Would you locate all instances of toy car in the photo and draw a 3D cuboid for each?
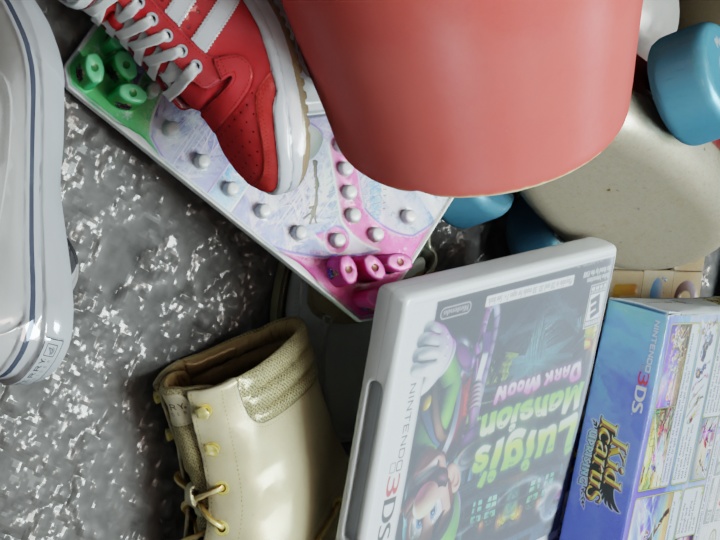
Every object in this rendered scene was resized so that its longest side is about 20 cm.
[{"bbox_3d":[0.149,-0.119,1.063,0.176,0.183,0.202,34,48,-43],"label":"toy car"}]

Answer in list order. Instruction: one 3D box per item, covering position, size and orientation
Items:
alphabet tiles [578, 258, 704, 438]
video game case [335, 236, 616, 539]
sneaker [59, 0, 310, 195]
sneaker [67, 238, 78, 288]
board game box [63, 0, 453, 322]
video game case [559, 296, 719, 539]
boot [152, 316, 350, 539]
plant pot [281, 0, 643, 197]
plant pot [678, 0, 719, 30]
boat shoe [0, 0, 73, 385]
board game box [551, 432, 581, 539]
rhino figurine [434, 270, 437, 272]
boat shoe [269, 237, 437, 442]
[{"bbox_3d":[0.169,0.032,1.198,0.166,0.008,0.203,1,99,-44],"label":"alphabet tiles"},{"bbox_3d":[0.063,0.082,0.983,0.199,0.023,0.184,-13,118,-51],"label":"video game case"},{"bbox_3d":[-0.101,-0.118,0.825,0.112,0.071,0.202,-19,85,-30],"label":"sneaker"},{"bbox_3d":[-0.212,0.001,0.776,0.199,0.077,0.113,-31,121,-35],"label":"sneaker"},{"bbox_3d":[-0.015,-0.112,0.916,0.199,0.026,0.201,39,71,-16],"label":"board game box"},{"bbox_3d":[0.189,0.117,1.116,0.181,0.045,0.202,1,102,-56],"label":"video game case"},{"bbox_3d":[-0.082,0.130,0.937,0.199,0.073,0.157,-32,116,-27],"label":"boot"},{"bbox_3d":[0.046,-0.144,0.817,0.200,0.199,0.179,-35,131,-32],"label":"plant pot"},{"bbox_3d":[0.269,-0.132,1.151,0.199,0.201,0.135,-8,142,-42],"label":"plant pot"},{"bbox_3d":[-0.164,-0.051,0.757,0.066,0.073,0.202,15,48,-44],"label":"boat shoe"},{"bbox_3d":[0.151,0.176,1.181,0.199,0.045,0.136,-25,119,-36],"label":"board game box"},{"bbox_3d":[0.077,0.053,1.059,0.200,0.059,0.088,36,75,-56],"label":"rhino figurine"},{"bbox_3d":[0.000,0.000,0.985,0.074,0.068,0.203,-11,108,-41],"label":"boat shoe"}]
